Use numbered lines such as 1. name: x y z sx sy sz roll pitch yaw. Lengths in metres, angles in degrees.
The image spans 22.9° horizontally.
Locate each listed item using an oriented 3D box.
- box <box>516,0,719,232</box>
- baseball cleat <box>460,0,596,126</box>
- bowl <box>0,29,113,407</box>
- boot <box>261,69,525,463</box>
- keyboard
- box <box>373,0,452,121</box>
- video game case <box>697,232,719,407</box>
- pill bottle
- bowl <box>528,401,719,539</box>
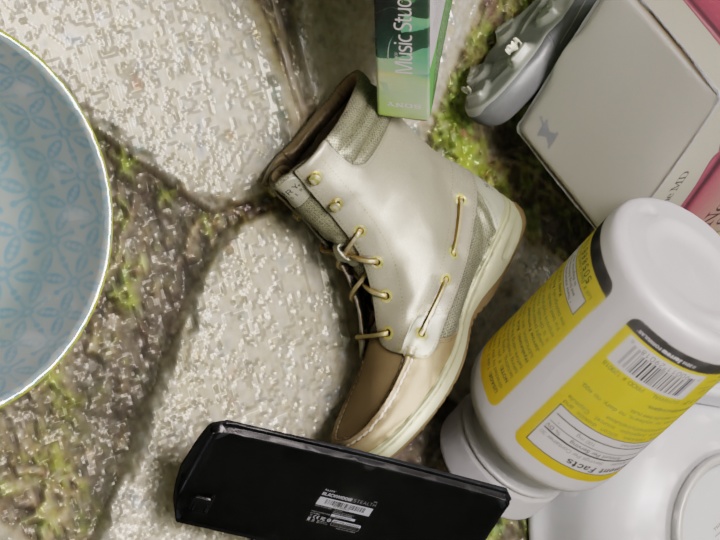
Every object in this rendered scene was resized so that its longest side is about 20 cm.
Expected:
1. box: 0.220 -0.102 1.105 0.199 0.128 0.109 -9 53 -41
2. baseball cleat: 0.148 -0.148 1.139 0.106 0.070 0.201 45 69 -21
3. bowl: -0.233 -0.026 0.885 0.198 0.107 0.203 0 89 -30
4. boot: 0.000 0.000 1.047 0.154 0.072 0.201 40 65 -25
5. keyboard: -0.018 0.134 1.034 0.198 0.040 0.105 18 121 -25
6. box: 0.033 -0.203 0.992 0.036 0.201 0.145 6 54 8
7. video game case: 0.240 0.003 1.184 0.198 0.023 0.184 11 63 -30
8. pill bottle: 0.133 0.060 1.046 0.111 0.200 0.112 24 39 -22
9. bowl: 0.213 0.164 1.160 0.199 0.090 0.203 1 88 -30
